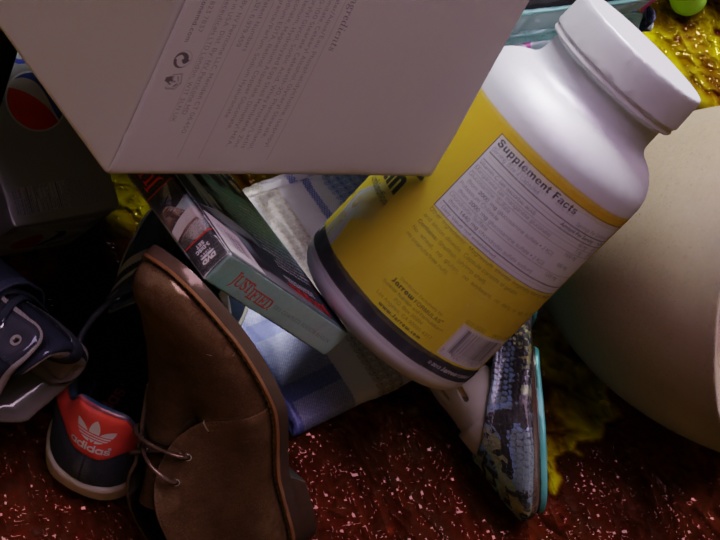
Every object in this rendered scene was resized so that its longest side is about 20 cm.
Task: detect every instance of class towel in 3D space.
[{"bbox_3d":[0.000,0.000,1.249,0.200,0.024,0.147,-25,72,-35],"label":"towel"}]

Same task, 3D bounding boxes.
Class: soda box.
[{"bbox_3d":[-0.194,-0.111,1.169,0.063,0.068,0.200,-12,82,-32],"label":"soda box"}]

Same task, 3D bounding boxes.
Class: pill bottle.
[{"bbox_3d":[0.075,-0.042,1.123,0.112,0.200,0.112,40,16,-14],"label":"pill bottle"}]

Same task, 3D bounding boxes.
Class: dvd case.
[{"bbox_3d":[-0.093,-0.052,1.097,0.200,0.022,0.146,51,6,26],"label":"dvd case"}]

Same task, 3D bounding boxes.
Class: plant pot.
[{"bbox_3d":[0.180,-0.005,1.251,0.134,0.201,0.200,12,41,29],"label":"plant pot"}]

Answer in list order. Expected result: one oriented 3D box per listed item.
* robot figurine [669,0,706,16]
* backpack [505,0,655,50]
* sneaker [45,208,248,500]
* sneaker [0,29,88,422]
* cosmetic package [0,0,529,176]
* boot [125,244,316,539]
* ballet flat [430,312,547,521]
[{"bbox_3d":[0.248,-0.261,1.497,0.200,0.116,0.176,27,61,-6],"label":"robot figurine"},{"bbox_3d":[0.076,-0.145,1.247,0.176,0.200,0.154,-11,91,-6],"label":"backpack"},{"bbox_3d":[-0.098,0.020,1.130,0.075,0.085,0.200,20,55,-1],"label":"sneaker"},{"bbox_3d":[-0.179,-0.020,1.067,0.146,0.077,0.203,25,90,22],"label":"sneaker"},{"bbox_3d":[-0.064,-0.150,1.045,0.200,0.123,0.199,-2,42,-40],"label":"cosmetic package"},{"bbox_3d":[-0.079,0.078,1.051,0.075,0.200,0.074,-33,42,-20],"label":"boot"},{"bbox_3d":[0.068,0.039,1.213,0.074,0.074,0.200,9,69,-20],"label":"ballet flat"}]
